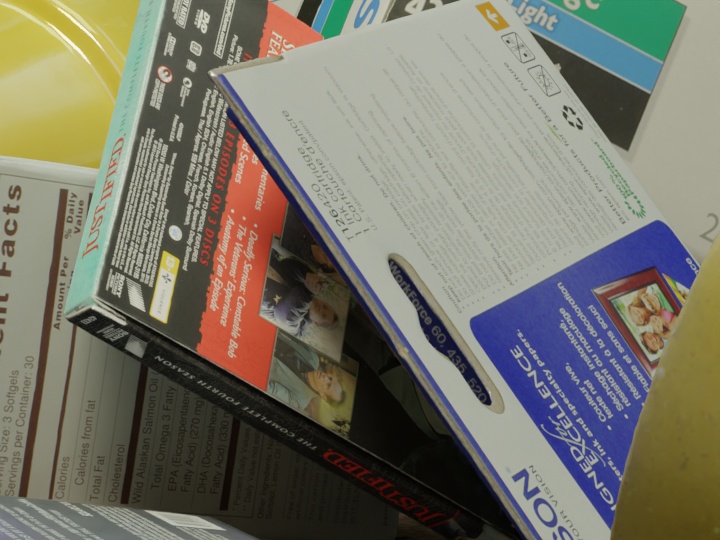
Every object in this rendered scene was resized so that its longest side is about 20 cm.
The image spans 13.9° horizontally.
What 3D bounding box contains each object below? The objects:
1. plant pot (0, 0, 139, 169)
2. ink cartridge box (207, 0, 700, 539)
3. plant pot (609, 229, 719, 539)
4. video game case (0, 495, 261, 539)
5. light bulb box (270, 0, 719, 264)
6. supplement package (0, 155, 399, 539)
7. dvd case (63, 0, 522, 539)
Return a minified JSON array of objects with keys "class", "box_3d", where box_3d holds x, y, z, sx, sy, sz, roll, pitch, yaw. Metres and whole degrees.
[{"class":"plant pot","box_3d":[-0.179,-0.022,1.193,0.200,0.202,0.189,8,12,24]},{"class":"ink cartridge box","box_3d":[0.045,0.012,0.915,0.047,0.198,0.200,-38,-8,32]},{"class":"plant pot","box_3d":[0.176,0.043,0.769,0.141,0.201,0.200,27,9,25]},{"class":"video game case","box_3d":[-0.117,0.075,0.814,0.199,0.019,0.143,7,1,-19]},{"class":"light bulb box","box_3d":[0.064,-0.074,1.141,0.197,0.125,0.200,26,-10,-18]},{"class":"supplement package","box_3d":[-0.090,0.025,0.991,0.199,0.118,0.117,8,0,-40]},{"class":"dvd case","box_3d":[0.000,0.000,0.964,0.199,0.147,0.022,30,-40,-27]}]
